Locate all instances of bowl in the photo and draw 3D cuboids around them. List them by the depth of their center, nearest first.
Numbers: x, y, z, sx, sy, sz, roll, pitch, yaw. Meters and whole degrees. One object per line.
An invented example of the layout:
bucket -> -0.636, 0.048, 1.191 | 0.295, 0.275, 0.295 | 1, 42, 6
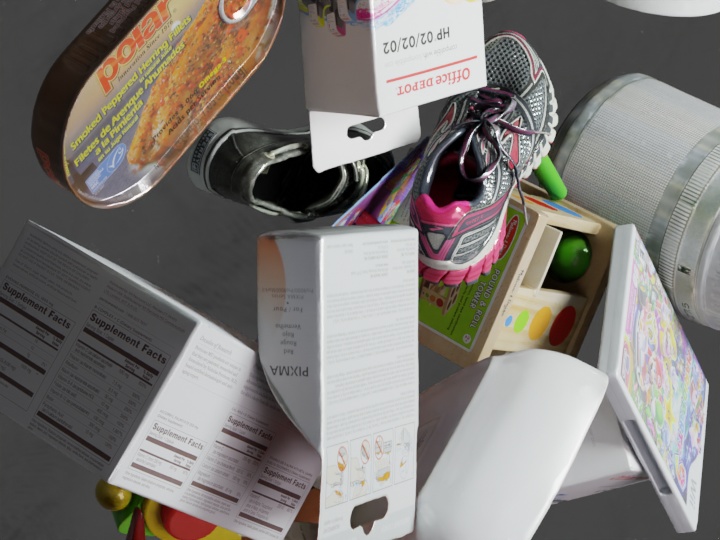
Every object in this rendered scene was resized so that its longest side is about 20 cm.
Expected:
bowl -> 0.065, 0.143, 1.611 | 0.200, 0.075, 0.200 | -60, -167, -26

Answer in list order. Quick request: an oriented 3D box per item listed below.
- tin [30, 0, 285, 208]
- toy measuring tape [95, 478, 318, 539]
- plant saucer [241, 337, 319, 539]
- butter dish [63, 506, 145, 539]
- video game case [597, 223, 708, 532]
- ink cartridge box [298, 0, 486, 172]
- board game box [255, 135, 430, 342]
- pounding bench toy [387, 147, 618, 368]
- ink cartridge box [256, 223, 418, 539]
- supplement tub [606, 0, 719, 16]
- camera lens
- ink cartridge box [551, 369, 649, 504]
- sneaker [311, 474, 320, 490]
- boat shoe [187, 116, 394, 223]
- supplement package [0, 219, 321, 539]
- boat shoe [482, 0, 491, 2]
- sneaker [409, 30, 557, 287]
tin -> -0.123, -0.128, 1.426 | 0.200, 0.042, 0.112 | -50, 150, -17
toy measuring tape -> -0.087, 0.154, 1.618 | 0.199, 0.074, 0.074 | 8, 110, -26
plant saucer -> -0.050, 0.127, 1.717 | 0.200, 0.037, 0.201 | -34, 139, -35
butter dish -> -0.220, 0.260, 1.500 | 0.200, 0.147, 0.200 | -94, -160, -70
video game case -> 0.222, 0.083, 1.751 | 0.200, 0.018, 0.144 | 59, 32, -43
ink cartridge box -> 0.021, -0.168, 1.512 | 0.115, 0.068, 0.201 | -20, 112, -45
board game box -> 0.000, 0.000, 1.613 | 0.200, 0.039, 0.158 | -44, 168, -45
pounding bench toy -> 0.115, -0.036, 1.738 | 0.156, 0.124, 0.201 | 8, 107, -56
ink cartridge box -> -0.012, 0.073, 1.457 | 0.162, 0.050, 0.201 | -6, 99, -67
supplement tub -> 0.229, -0.299, 1.682 | 0.140, 0.140, 0.201 | -23, 131, -44
camera lens -> 0.253, -0.054, 1.842 | 0.160, 0.200, 0.160 | -33, 138, -36
ink cartridge box -> 0.132, 0.139, 1.808 | 0.146, 0.199, 0.086 | 11, 66, -65
sneaker -> -0.026, 0.105, 1.634 | 0.091, 0.066, 0.200 | -56, 146, 7
boat shoe -> -0.032, -0.061, 1.575 | 0.200, 0.064, 0.071 | -3, 116, -53
supplement package -> -0.128, 0.073, 1.459 | 0.111, 0.156, 0.200 | -60, 147, -2
boat shoe -> 0.081, -0.277, 1.559 | 0.060, 0.074, 0.201 | -13, 122, -49
sneaker -> 0.085, -0.086, 1.596 | 0.075, 0.080, 0.200 | 79, 24, -53
